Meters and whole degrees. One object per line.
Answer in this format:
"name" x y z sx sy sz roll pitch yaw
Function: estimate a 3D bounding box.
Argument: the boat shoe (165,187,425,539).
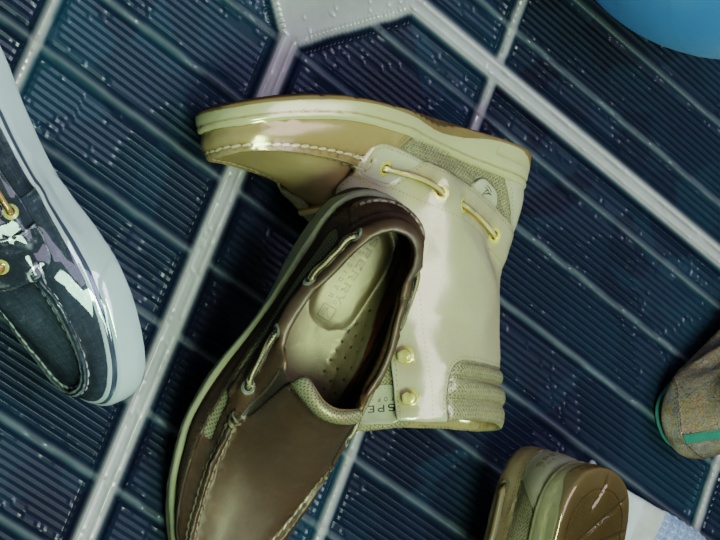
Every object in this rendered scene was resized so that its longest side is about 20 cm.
"boat shoe" -0.030 0.057 1.350 0.075 0.075 0.203 22 94 -18

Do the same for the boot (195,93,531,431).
"boot" 0.000 0.000 1.427 0.200 0.073 0.156 12 79 -43

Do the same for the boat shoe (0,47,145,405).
"boat shoe" -0.175 -0.015 1.279 0.091 0.071 0.201 -34 101 -37

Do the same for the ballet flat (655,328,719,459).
"ballet flat" 0.242 0.036 1.635 0.200 0.067 0.068 -50 118 -32

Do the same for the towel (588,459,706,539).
"towel" 0.168 0.209 1.584 0.200 0.024 0.147 33 66 -35

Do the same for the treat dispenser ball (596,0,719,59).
"treat dispenser ball" 0.197 -0.212 1.531 0.200 0.201 0.202 5 83 -41

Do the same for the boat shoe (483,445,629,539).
"boat shoe" 0.081 0.190 1.484 0.071 0.064 0.201 16 91 -46
